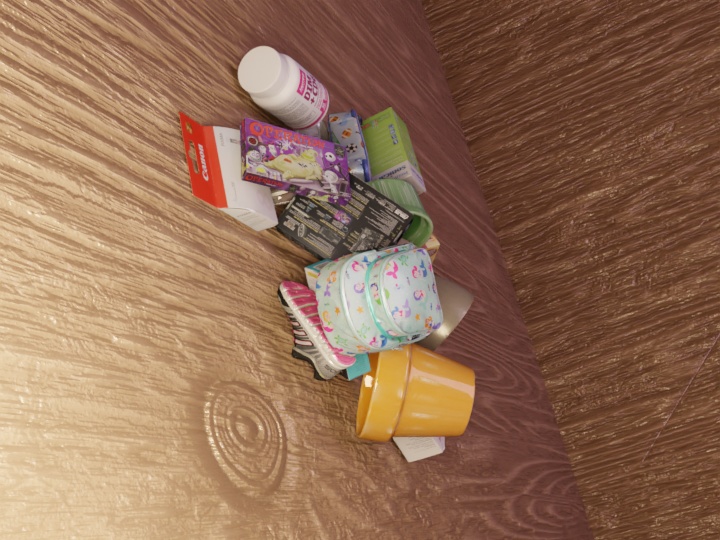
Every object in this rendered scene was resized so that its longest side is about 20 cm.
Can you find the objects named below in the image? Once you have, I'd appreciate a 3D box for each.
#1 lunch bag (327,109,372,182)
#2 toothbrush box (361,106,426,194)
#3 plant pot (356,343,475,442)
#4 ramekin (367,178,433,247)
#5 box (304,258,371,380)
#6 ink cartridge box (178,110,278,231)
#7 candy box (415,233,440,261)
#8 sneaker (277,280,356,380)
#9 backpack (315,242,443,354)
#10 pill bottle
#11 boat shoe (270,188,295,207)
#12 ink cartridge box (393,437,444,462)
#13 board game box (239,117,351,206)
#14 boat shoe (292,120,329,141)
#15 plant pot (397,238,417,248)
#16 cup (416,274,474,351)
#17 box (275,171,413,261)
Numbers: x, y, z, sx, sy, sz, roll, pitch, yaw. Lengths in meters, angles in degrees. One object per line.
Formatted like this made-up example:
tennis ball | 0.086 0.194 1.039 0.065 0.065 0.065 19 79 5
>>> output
lunch bag | -0.018 -0.236 1.914 0.160 0.076 0.200 74 6 -59
toothbrush box | 0.046 -0.245 2.027 0.086 0.146 0.200 40 30 -53
plant pot | 0.102 0.219 1.613 0.200 0.183 0.200 -168 -90 -85
ramekin | 0.042 -0.103 1.859 0.200 0.200 0.098 38 31 -57
box | -0.039 0.086 1.574 0.082 0.049 0.200 22 -51 58
ink cartridge box | -0.217 -0.169 1.496 0.200 0.057 0.163 39 35 -64
candy box | 0.105 -0.032 2.015 0.115 0.055 0.200 58 -30 28
sneaker | -0.091 0.106 1.519 0.074 0.087 0.200 -5 50 -50
backpack | 0.029 0.048 1.473 0.200 0.151 0.178 -10 88 -39
pill bottle | -0.153 -0.363 1.783 0.200 0.113 0.113 24 48 -64
boat shoe | -0.110 -0.142 1.715 0.200 0.072 0.060 -25 111 -59
ink cartridge box | 0.093 0.267 1.820 0.200 0.084 0.146 60 20 -26
board game box | -0.112 -0.187 1.552 0.200 0.032 0.120 12 51 -28
boat shoe | -0.096 -0.251 1.888 0.069 0.072 0.200 -81 158 -84
plant pot | 0.000 0.000 1.745 0.134 0.200 0.200 35 4 27
cup | 0.125 0.082 1.930 0.143 0.200 0.200 41 23 -4
box | -0.029 -0.087 1.622 0.200 0.160 0.044 33 -10 7
